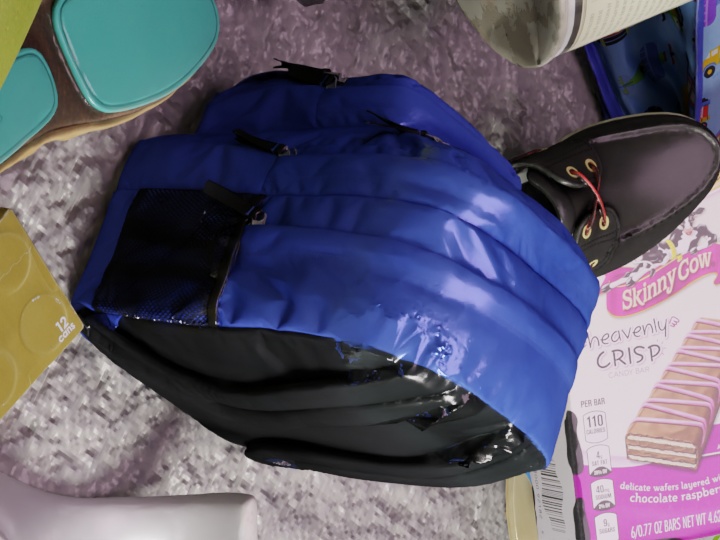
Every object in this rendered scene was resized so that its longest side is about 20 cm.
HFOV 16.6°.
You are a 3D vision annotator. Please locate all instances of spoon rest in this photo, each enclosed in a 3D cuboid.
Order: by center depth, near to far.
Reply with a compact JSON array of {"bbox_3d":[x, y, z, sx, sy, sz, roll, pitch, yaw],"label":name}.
[{"bbox_3d":[-0.141,0.124,1.056,0.200,0.061,0.100,-3,98,-35],"label":"spoon rest"}]

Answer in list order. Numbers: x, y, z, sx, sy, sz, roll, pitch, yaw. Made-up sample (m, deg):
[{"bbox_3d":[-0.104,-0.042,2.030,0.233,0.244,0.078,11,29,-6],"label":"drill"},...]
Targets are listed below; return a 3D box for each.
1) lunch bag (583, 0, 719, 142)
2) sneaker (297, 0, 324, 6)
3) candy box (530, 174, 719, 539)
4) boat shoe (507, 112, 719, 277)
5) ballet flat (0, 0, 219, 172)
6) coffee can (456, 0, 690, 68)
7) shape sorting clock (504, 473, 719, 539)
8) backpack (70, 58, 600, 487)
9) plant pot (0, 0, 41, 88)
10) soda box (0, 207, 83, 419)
[{"bbox_3d":[0.197,-0.137,1.378,0.151,0.094,0.200,-51,140,-34],"label":"lunch bag"},{"bbox_3d":[-0.046,-0.220,1.101,0.104,0.060,0.200,-4,104,-47],"label":"sneaker"},{"bbox_3d":[0.154,0.042,1.305,0.136,0.061,0.201,-9,93,-21],"label":"candy box"},{"bbox_3d":[0.096,-0.024,1.221,0.201,0.063,0.074,-22,94,-15],"label":"boat shoe"},{"bbox_3d":[-0.138,-0.081,1.015,0.200,0.063,0.069,-33,111,-49],"label":"ballet flat"},{"bbox_3d":[0.143,-0.201,1.197,0.200,0.146,0.147,-24,116,-17],"label":"coffee can"},{"bbox_3d":[0.153,0.113,1.391,0.200,0.039,0.201,-3,94,-44],"label":"shape sorting clock"},{"bbox_3d":[0.000,0.000,1.078,0.162,0.200,0.168,32,72,-46],"label":"backpack"},{"bbox_3d":[-0.174,-0.159,0.892,0.187,0.187,0.200,63,38,-33],"label":"plant pot"},{"bbox_3d":[-0.201,0.060,0.961,0.200,0.064,0.068,-51,130,-31],"label":"soda box"}]
